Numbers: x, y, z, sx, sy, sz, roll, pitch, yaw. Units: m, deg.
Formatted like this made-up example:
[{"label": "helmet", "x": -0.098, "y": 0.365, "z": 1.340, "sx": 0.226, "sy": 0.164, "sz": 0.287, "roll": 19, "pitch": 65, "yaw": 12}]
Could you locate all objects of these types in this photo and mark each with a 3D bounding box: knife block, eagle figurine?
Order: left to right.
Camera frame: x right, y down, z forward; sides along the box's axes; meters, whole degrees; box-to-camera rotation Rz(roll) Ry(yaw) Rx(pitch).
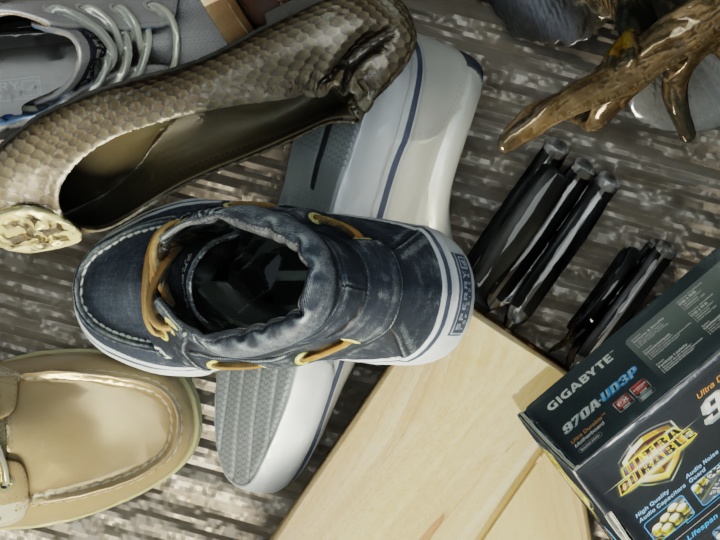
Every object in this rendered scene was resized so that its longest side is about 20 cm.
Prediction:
[{"label": "knife block", "x": 0.034, "y": 0.044, "z": 1.154, "sx": 0.199, "sy": 0.064, "sz": 0.176, "roll": -11, "pitch": 90, "yaw": 3}, {"label": "eagle figurine", "x": 0.087, "y": -0.155, "z": 1.130, "sx": 0.151, "sy": 0.151, "sz": 0.200, "roll": -5, "pitch": 49, "yaw": -33}]

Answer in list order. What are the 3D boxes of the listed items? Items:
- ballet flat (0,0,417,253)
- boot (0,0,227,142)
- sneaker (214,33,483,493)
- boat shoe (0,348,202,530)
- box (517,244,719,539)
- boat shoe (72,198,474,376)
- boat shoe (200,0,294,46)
[{"label": "ballet flat", "x": -0.066, "y": -0.050, "z": 1.100, "sx": 0.200, "sy": 0.067, "sz": 0.046, "roll": -25, "pitch": 66, "yaw": 15}, {"label": "boot", "x": -0.099, "y": -0.079, "z": 1.139, "sx": 0.199, "sy": 0.096, "sz": 0.074, "roll": -12, "pitch": 91, "yaw": 2}, {"label": "sneaker", "x": 0.000, "y": 0.000, "z": 1.152, "sx": 0.071, "sy": 0.073, "sz": 0.201, "roll": 11, "pitch": 108, "yaw": -30}, {"label": "boat shoe", "x": -0.164, "y": 0.073, "z": 1.160, "sx": 0.199, "sy": 0.065, "sz": 0.072, "roll": -6, "pitch": 92, "yaw": 2}, {"label": "box", "x": 0.179, "y": 0.048, "z": 1.105, "sx": 0.200, "sy": 0.046, "sz": 0.159, "roll": -40, "pitch": 130, "yaw": -2}, {"label": "boat shoe", "x": -0.059, "y": 0.002, "z": 1.087, "sx": 0.200, "sy": 0.091, "sz": 0.071, "roll": -2, "pitch": 83, "yaw": 42}, {"label": "boat shoe", "x": -0.063, "y": -0.181, "z": 1.131, "sx": 0.070, "sy": 0.070, "sz": 0.200, "roll": -31, "pitch": 71, "yaw": 6}]
